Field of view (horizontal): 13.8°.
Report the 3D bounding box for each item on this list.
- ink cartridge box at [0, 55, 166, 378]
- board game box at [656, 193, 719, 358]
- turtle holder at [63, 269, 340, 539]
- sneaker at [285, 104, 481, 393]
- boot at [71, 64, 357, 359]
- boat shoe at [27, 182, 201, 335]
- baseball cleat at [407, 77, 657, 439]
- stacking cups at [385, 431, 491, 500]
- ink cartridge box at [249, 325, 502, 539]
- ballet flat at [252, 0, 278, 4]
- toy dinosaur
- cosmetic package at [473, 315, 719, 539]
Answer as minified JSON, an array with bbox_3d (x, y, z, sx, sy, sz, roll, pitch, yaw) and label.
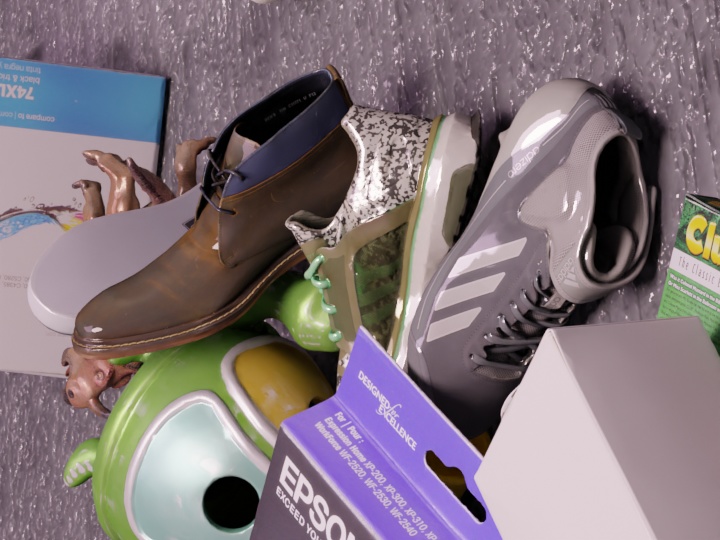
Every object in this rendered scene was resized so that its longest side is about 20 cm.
[{"bbox_3d":[-0.228,-0.035,1.944,0.147,0.145,0.201,5,90,62],"label":"ink cartridge box"},{"bbox_3d":[0.188,0.044,1.278,0.200,0.023,0.105,35,118,58],"label":"board game box"},{"bbox_3d":[-0.059,0.093,1.641,0.132,0.141,0.186,35,80,36],"label":"turtle holder"},{"bbox_3d":[0.000,0.000,1.550,0.077,0.088,0.201,-58,-13,-76],"label":"sneaker"},{"bbox_3d":[-0.076,-0.032,1.582,0.075,0.199,0.097,41,155,58],"label":"boot"},{"bbox_3d":[-0.106,-0.004,1.681,0.069,0.199,0.057,46,141,22],"label":"boat shoe"},{"bbox_3d":[0.081,0.009,1.437,0.107,0.069,0.201,51,129,54],"label":"baseball cleat"},{"bbox_3d":[0.003,0.152,1.567,0.200,0.060,0.061,-61,36,38],"label":"stacking cups"},{"bbox_3d":[0.018,0.165,1.475,0.198,0.043,0.201,46,134,36],"label":"ink cartridge box"},{"bbox_3d":[-0.060,-0.193,1.761,0.200,0.069,0.070,-140,60,-62],"label":"ballet flat"},{"bbox_3d":[-0.125,0.002,1.785,0.200,0.085,0.136,125,141,-64],"label":"toy dinosaur"},{"bbox_3d":[0.133,0.129,1.269,0.201,0.084,0.108,67,149,34],"label":"cosmetic package"}]
